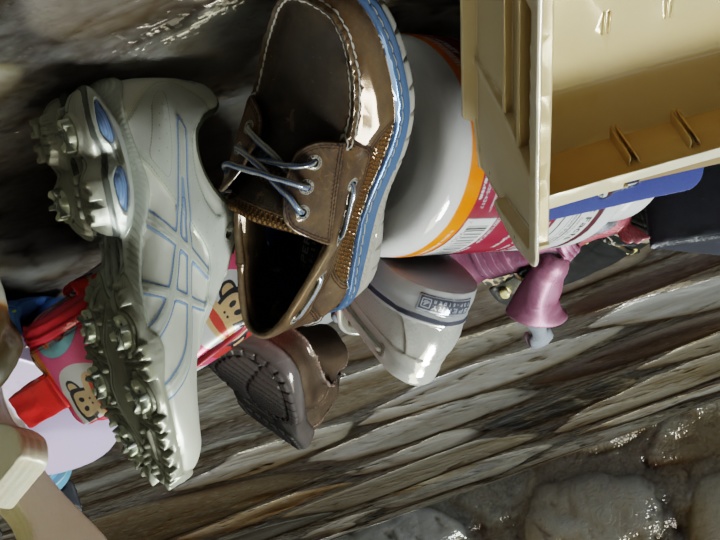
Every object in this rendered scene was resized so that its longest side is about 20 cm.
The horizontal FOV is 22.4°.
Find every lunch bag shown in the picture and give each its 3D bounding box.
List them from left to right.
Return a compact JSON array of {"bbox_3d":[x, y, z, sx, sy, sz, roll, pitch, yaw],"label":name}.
[{"bbox_3d":[-0.118,0.026,1.005,0.176,0.082,0.200,-35,-175,-11],"label":"lunch bag"}]

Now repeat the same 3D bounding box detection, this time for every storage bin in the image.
[{"bbox_3d":[0.147,-0.114,0.749,0.200,0.094,0.199,-16,137,-11],"label":"storage bin"}]

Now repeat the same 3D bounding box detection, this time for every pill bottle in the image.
[{"bbox_3d":[0.073,-0.066,0.966,0.200,0.113,0.113,-4,160,-46],"label":"pill bottle"}]

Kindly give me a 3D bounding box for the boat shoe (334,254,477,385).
[{"bbox_3d":[0.000,0.000,1.001,0.071,0.200,0.070,6,112,-29],"label":"boat shoe"}]

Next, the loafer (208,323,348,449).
[{"bbox_3d":[-0.048,0.057,1.163,0.071,0.073,0.200,-54,172,-12],"label":"loafer"}]

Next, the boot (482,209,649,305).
[{"bbox_3d":[0.144,-0.029,1.297,0.150,0.073,0.200,-25,170,29],"label":"boot"}]

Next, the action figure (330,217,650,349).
[{"bbox_3d":[0.077,-0.030,1.102,0.200,0.134,0.149,-11,159,28],"label":"action figure"}]

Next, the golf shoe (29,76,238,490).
[{"bbox_3d":[-0.088,0.004,0.875,0.097,0.200,0.078,-16,-165,-30],"label":"golf shoe"}]

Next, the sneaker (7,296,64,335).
[{"bbox_3d":[-0.218,0.069,1.205,0.105,0.076,0.200,-21,165,9],"label":"sneaker"}]

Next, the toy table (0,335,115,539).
[{"bbox_3d":[-0.234,0.117,1.086,0.200,0.117,0.184,8,136,-23],"label":"toy table"}]

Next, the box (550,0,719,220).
[{"bbox_3d":[0.135,-0.103,0.854,0.121,0.032,0.200,-13,132,-21],"label":"box"}]

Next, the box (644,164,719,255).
[{"bbox_3d":[0.301,-0.078,1.117,0.200,0.118,0.197,-11,172,33],"label":"box"}]

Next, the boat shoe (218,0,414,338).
[{"bbox_3d":[-0.024,-0.046,0.837,0.072,0.072,0.200,-44,147,-39],"label":"boat shoe"}]

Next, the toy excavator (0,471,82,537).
[{"bbox_3d":[-0.311,0.133,1.343,0.194,0.100,0.200,-17,153,-13],"label":"toy excavator"}]

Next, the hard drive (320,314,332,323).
[{"bbox_3d":[-0.048,0.020,1.334,0.200,0.027,0.132,-27,163,35],"label":"hard drive"}]

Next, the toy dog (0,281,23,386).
[{"bbox_3d":[-0.270,0.048,0.939,0.200,0.140,0.194,-25,178,27],"label":"toy dog"}]

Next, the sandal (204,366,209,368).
[{"bbox_3d":[-0.081,0.023,1.200,0.200,0.048,0.075,-23,124,1],"label":"sandal"}]
